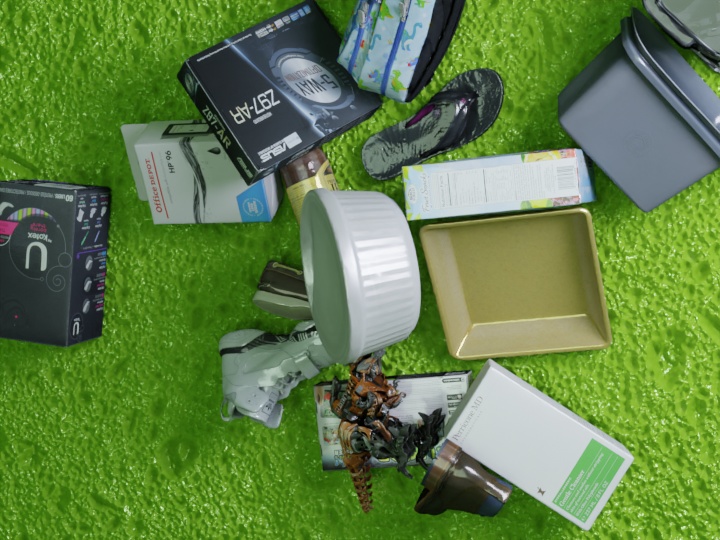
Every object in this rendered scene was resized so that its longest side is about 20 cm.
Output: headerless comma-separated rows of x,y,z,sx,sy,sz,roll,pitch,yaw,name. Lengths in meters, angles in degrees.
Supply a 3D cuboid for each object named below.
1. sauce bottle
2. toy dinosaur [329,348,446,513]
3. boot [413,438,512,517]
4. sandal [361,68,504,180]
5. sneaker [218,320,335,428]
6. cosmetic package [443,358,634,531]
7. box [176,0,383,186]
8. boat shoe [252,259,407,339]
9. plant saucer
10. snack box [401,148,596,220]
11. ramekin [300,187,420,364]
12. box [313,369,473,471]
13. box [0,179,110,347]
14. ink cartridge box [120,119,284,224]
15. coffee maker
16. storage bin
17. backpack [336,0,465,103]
-0.060,-0.104,1.762,0.064,0.065,0.202,-20,91,16,sauce bottle
0.021,0.189,1.730,0.135,0.102,0.202,12,127,28,toy dinosaur
0.121,0.269,1.685,0.096,0.200,0.075,30,70,11,boot
0.088,-0.171,1.723,0.200,0.048,0.076,-34,86,16,sandal
-0.087,0.130,1.764,0.198,0.075,0.116,-6,64,21,sneaker
0.207,0.203,1.687,0.199,0.085,0.108,31,94,0,cosmetic package
-0.095,-0.215,1.708,0.199,0.044,0.161,-31,85,-29,box
-0.031,0.038,1.766,0.198,0.072,0.060,14,72,8,boat shoe
0.185,0.008,1.680,0.198,0.049,0.201,-6,125,15,plant saucer
0.163,-0.099,1.647,0.198,0.169,0.068,-6,92,15,snack box
0.000,0.000,1.643,0.093,0.202,0.205,-10,93,-15,ramekin
0.044,0.187,1.774,0.198,0.035,0.111,-5,94,16,box
-0.402,-0.012,1.842,0.121,0.106,0.202,6,97,15,box
-0.206,-0.122,1.777,0.198,0.068,0.117,-1,122,16,ink cartridge box
0.363,-0.301,1.558,0.191,0.200,0.136,19,99,13,coffee maker
0.319,-0.175,1.614,0.134,0.146,0.200,-38,109,25,storage bin
0.055,-0.297,1.670,0.152,0.163,0.202,9,118,9,backpack
